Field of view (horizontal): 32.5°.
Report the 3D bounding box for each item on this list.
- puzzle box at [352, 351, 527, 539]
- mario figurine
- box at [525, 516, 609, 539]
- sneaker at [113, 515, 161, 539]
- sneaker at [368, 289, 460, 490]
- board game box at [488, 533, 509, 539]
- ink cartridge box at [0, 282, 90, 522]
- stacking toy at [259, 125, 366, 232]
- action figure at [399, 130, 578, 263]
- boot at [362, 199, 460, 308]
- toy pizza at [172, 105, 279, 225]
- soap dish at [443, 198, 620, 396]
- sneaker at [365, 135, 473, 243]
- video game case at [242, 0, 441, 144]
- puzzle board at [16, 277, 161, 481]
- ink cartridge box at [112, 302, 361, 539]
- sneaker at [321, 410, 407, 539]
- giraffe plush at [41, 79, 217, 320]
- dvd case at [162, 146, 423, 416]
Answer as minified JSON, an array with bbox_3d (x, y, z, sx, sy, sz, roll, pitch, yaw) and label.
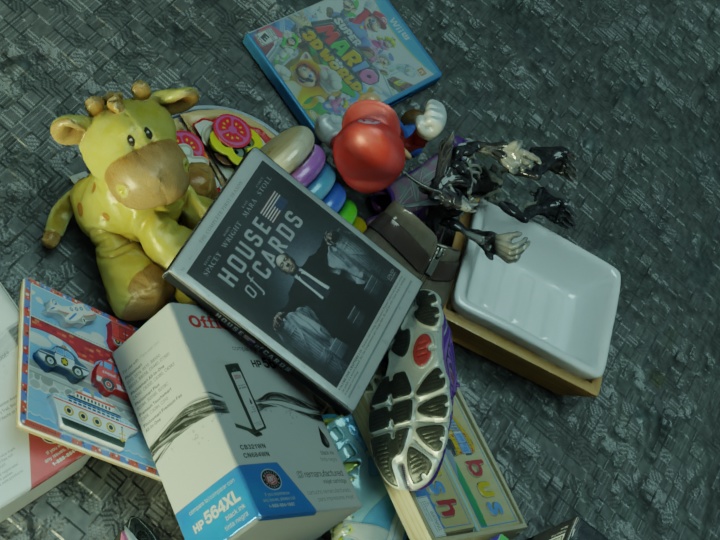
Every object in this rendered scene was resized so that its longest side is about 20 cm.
[{"bbox_3d":[0.064,0.162,1.141,0.132,0.025,0.202,2,52,-44],"label":"puzzle box"},{"bbox_3d":[0.020,-0.148,1.243,0.106,0.123,0.200,47,12,-1],"label":"mario figurine"},{"bbox_3d":[0.142,0.347,1.054,0.123,0.200,0.199,37,55,-5],"label":"box"},{"bbox_3d":[-0.130,0.280,1.034,0.201,0.080,0.086,53,49,-8],"label":"sneaker"},{"bbox_3d":[0.063,0.111,1.108,0.084,0.080,0.202,50,35,-39],"label":"sneaker"},{"bbox_3d":[0.055,0.327,1.059,0.029,0.135,0.201,40,54,-2],"label":"board game box"},{"bbox_3d":[-0.329,0.105,1.009,0.146,0.083,0.201,-31,82,-36],"label":"ink cartridge box"},{"bbox_3d":[-0.030,-0.040,1.220,0.201,0.085,0.086,53,51,-20],"label":"stacking toy"},{"bbox_3d":[0.136,-0.078,1.222,0.198,0.102,0.121,-9,114,-35],"label":"action figure"},{"bbox_3d":[0.000,0.000,1.168,0.199,0.070,0.147,30,95,-37],"label":"boot"},{"bbox_3d":[-0.132,-0.082,1.237,0.197,0.032,0.203,12,61,-22],"label":"toy pizza"},{"bbox_3d":[0.172,0.031,1.303,0.198,0.081,0.159,27,56,-12],"label":"soap dish"},{"bbox_3d":[0.060,-0.079,1.311,0.087,0.081,0.201,22,51,8],"label":"sneaker"},{"bbox_3d":[-0.017,-0.237,1.383,0.199,0.018,0.144,-31,81,-35],"label":"video game case"},{"bbox_3d":[-0.202,0.100,1.048,0.199,0.017,0.152,29,34,-37],"label":"puzzle board"},{"bbox_3d":[-0.105,0.134,1.048,0.145,0.084,0.202,8,50,-55],"label":"ink cartridge box"},{"bbox_3d":[-0.018,0.209,1.119,0.130,0.080,0.201,40,45,-6],"label":"sneaker"},{"bbox_3d":[-0.191,-0.082,1.093,0.199,0.163,0.173,33,54,15],"label":"giraffe plush"},{"bbox_3d":[-0.054,0.008,1.077,0.199,0.025,0.151,38,58,-12],"label":"dvd case"}]
